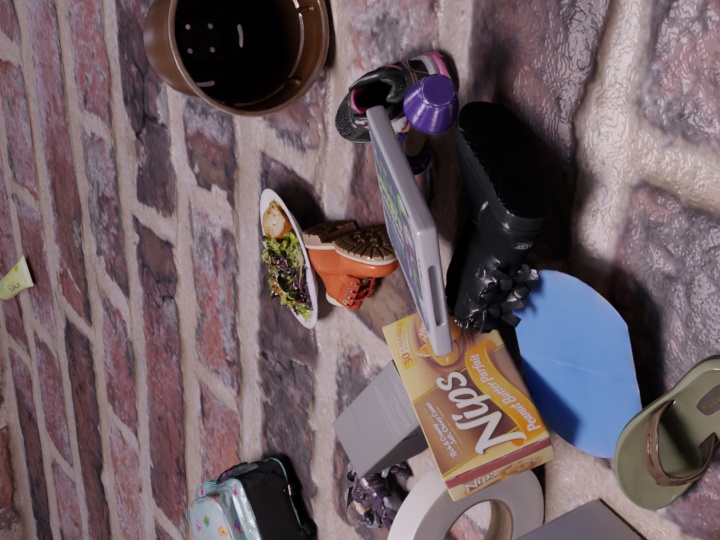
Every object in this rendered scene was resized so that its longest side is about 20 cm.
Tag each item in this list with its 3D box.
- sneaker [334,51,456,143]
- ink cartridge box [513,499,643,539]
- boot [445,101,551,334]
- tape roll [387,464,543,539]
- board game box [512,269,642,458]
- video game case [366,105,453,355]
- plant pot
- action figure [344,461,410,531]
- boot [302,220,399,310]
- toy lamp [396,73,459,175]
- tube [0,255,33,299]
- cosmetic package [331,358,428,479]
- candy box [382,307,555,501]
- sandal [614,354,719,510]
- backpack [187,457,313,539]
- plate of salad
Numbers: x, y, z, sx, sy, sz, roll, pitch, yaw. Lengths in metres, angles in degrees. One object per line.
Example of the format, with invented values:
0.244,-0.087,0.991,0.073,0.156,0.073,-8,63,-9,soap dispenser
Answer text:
0.014,-0.192,1.247,0.200,0.086,0.081,-27,81,59,sneaker
0.221,0.371,1.144,0.145,0.144,0.201,39,137,41,ink cartridge box
0.124,-0.049,1.117,0.163,0.073,0.199,105,158,-43,boot
0.115,0.290,1.217,0.037,0.202,0.203,28,127,49,tape roll
0.224,0.086,1.104,0.158,0.039,0.201,12,122,54,board game box
0.050,-0.042,1.160,0.182,0.023,0.200,79,175,-45,video game case
-0.170,-0.294,1.390,0.198,0.200,0.201,17,119,62,plant pot
0.039,0.315,1.482,0.200,0.069,0.130,49,149,39,action figure
0.000,0.000,1.387,0.200,0.075,0.108,14,120,64,boot
0.065,-0.150,1.157,0.200,0.058,0.058,110,138,-78,toy lamp
-0.837,0.023,2.729,0.058,0.052,0.200,37,149,-20,tube
0.056,0.166,1.341,0.090,0.107,0.200,61,148,20,cosmetic package
0.110,0.125,1.174,0.055,0.115,0.200,64,-177,-53,candy box
0.282,0.151,0.998,0.080,0.057,0.201,28,135,7,sandal
-0.187,0.402,1.800,0.176,0.153,0.200,67,155,-1,backpack
-0.107,-0.012,1.533,0.200,0.048,0.200,55,156,39,plate of salad
